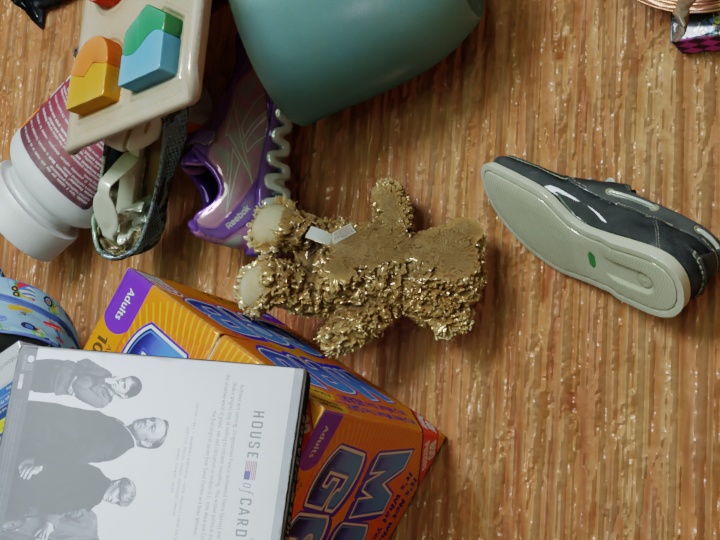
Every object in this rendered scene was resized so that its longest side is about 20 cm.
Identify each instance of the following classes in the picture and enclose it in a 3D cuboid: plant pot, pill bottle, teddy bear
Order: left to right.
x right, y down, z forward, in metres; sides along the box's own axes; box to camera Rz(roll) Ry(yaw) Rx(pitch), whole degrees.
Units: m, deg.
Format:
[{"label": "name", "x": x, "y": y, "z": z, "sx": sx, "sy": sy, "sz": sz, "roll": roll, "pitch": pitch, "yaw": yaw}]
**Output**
[{"label": "pill bottle", "x": -0.230, "y": -0.108, "z": 1.273, "sx": 0.200, "sy": 0.109, "sz": 0.110, "roll": -42, "pitch": 63, "yaw": 13}, {"label": "teddy bear", "x": 0.000, "y": 0.000, "z": 1.131, "sx": 0.197, "sy": 0.067, "sz": 0.147, "roll": -9, "pitch": 55, "yaw": 2}, {"label": "plant pot", "x": 0.003, "y": -0.230, "z": 1.134, "sx": 0.159, "sy": 0.200, "sz": 0.203, "roll": -14, "pitch": 73, "yaw": 16}]

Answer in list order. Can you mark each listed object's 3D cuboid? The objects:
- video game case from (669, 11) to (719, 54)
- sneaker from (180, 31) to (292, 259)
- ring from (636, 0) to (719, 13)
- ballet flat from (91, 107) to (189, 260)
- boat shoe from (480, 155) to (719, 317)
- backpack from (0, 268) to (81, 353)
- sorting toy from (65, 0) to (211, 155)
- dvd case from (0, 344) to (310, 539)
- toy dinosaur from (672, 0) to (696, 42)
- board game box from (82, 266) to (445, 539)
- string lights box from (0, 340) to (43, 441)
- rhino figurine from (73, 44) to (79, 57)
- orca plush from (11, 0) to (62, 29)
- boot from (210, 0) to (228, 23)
[{"label": "video game case", "x": 0.321, "y": -0.255, "z": 1.053, "sx": 0.197, "sy": 0.036, "sz": 0.184, "roll": -3, "pitch": 77, "yaw": 28}, {"label": "sneaker", "x": -0.102, "y": -0.108, "z": 1.205, "sx": 0.087, "sy": 0.080, "sz": 0.203, "roll": 4, "pitch": 77, "yaw": -14}, {"label": "ring", "x": 0.247, "y": -0.282, "z": 1.057, "sx": 0.198, "sy": 0.019, "sz": 0.204, "roll": -2, "pitch": 85, "yaw": 25}, {"label": "ballet flat", "x": -0.180, "y": -0.092, "z": 1.179, "sx": 0.074, "sy": 0.074, "sz": 0.202, "roll": 29, "pitch": 126, "yaw": 30}, {"label": "boat shoe", "x": 0.172, "y": -0.035, "z": 1.080, "sx": 0.067, "sy": 0.072, "sz": 0.199, "roll": -39, "pitch": 49, "yaw": -26}, {"label": "backpack", "x": -0.327, "y": 0.067, "z": 1.253, "sx": 0.197, "sy": 0.184, "sz": 0.136, "roll": -8, "pitch": 51, "yaw": 8}, {"label": "sorting toy", "x": -0.168, "y": -0.195, "z": 1.104, "sx": 0.199, "sy": 0.036, "sz": 0.188, "roll": -16, "pitch": 65, "yaw": 51}, {"label": "dvd case", "x": -0.138, "y": 0.129, "z": 0.949, "sx": 0.197, "sy": 0.025, "sz": 0.152, "roll": 4, "pitch": 70, "yaw": 10}, {"label": "toy dinosaur", "x": 0.206, "y": -0.240, "z": 0.983, "sx": 0.087, "sy": 0.135, "sz": 0.200, "roll": -63, "pitch": 15, "yaw": -18}, {"label": "board game box", "x": -0.098, "y": 0.148, "z": 1.095, "sx": 0.199, "sy": 0.199, "sz": 0.202, "roll": 32, "pitch": 95, "yaw": 29}, {"label": "string lights box", "x": -0.222, "y": 0.163, "z": 1.009, "sx": 0.102, "sy": 0.059, "sz": 0.202, "roll": -32, "pitch": 66, "yaw": 16}, {"label": "rhino figurine", "x": -0.197, "y": -0.242, "z": 1.314, "sx": 0.087, "sy": 0.060, "sz": 0.201, "roll": 41, "pitch": 100, "yaw": 31}, {"label": "orca plush", "x": -0.262, "y": -0.319, "z": 1.357, "sx": 0.199, "sy": 0.071, "sz": 0.106, "roll": -30, "pitch": 67, "yaw": 19}, {"label": "boot", "x": -0.132, "y": -0.261, "z": 1.241, "sx": 0.199, "sy": 0.076, "sz": 0.107, "roll": -34, "pitch": 37, "yaw": -27}]
